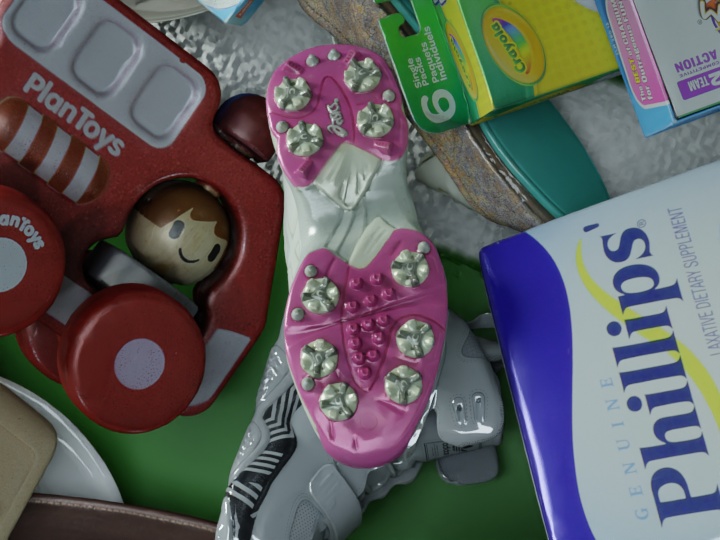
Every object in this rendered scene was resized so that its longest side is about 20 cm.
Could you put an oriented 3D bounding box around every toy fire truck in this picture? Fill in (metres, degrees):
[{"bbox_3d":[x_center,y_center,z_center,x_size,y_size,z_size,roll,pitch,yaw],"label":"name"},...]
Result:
[{"bbox_3d":[-0.119,-0.031,1.282,0.200,0.112,0.168,35,88,-23],"label":"toy fire truck"}]

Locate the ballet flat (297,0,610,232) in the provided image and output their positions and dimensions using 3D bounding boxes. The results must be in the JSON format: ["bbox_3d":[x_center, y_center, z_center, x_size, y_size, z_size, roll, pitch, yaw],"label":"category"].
[{"bbox_3d":[0.041,-0.079,1.297,0.067,0.068,0.200,-34,94,41],"label":"ballet flat"}]

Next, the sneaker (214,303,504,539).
[{"bbox_3d":[0.003,0.092,1.279,0.114,0.075,0.201,14,66,7],"label":"sneaker"}]

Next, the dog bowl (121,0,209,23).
[{"bbox_3d":[-0.097,-0.217,1.322,0.199,0.059,0.201,0,92,12],"label":"dog bowl"}]

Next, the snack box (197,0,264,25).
[{"bbox_3d":[-0.098,-0.220,1.273,0.200,0.037,0.116,40,99,7],"label":"snack box"}]

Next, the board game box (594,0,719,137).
[{"bbox_3d":[0.164,-0.178,1.227,0.153,0.040,0.201,-19,88,-15],"label":"board game box"}]

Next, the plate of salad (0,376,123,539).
[{"bbox_3d":[-0.209,0.142,1.363,0.199,0.048,0.201,1,102,4],"label":"plate of salad"}]

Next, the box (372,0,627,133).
[{"bbox_3d":[0.101,-0.144,1.252,0.199,0.048,0.118,-20,88,-12],"label":"box"}]

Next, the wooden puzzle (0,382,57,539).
[{"bbox_3d":[-0.248,0.095,1.229,0.185,0.200,0.046,41,141,-22],"label":"wooden puzzle"}]

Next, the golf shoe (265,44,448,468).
[{"bbox_3d":[0.000,0.000,1.247,0.075,0.092,0.201,-4,67,0],"label":"golf shoe"}]

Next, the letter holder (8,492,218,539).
[{"bbox_3d":[-0.137,0.188,1.292,0.199,0.101,0.143,8,104,-1],"label":"letter holder"}]

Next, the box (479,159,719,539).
[{"bbox_3d":[0.174,0.055,1.216,0.199,0.105,0.184,-21,56,12],"label":"box"}]
